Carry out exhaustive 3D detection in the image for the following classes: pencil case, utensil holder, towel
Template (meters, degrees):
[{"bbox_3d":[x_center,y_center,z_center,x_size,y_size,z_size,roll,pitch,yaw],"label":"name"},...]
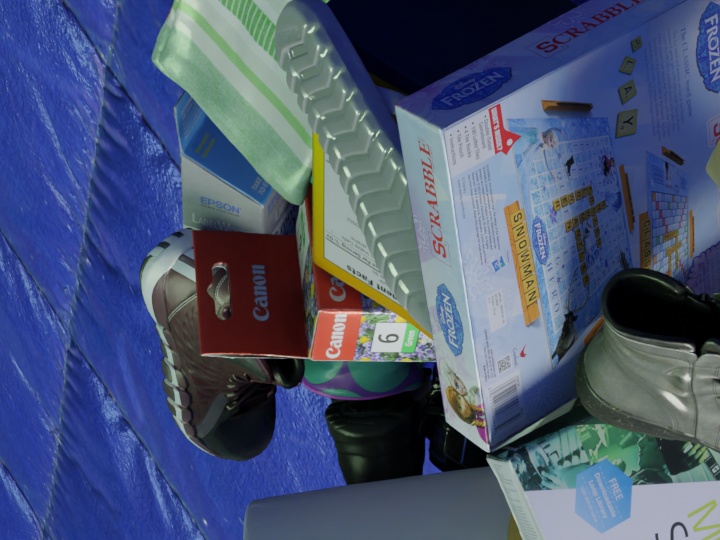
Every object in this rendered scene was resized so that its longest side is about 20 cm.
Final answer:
[{"bbox_3d":[0.000,-0.016,1.614,0.092,0.085,0.201,5,105,18],"label":"pencil case"},{"bbox_3d":[0.036,0.213,1.564,0.170,0.199,0.171,-8,-90,-85],"label":"utensil holder"},{"bbox_3d":[-0.059,-0.159,1.467,0.153,0.023,0.200,47,137,27],"label":"towel"}]

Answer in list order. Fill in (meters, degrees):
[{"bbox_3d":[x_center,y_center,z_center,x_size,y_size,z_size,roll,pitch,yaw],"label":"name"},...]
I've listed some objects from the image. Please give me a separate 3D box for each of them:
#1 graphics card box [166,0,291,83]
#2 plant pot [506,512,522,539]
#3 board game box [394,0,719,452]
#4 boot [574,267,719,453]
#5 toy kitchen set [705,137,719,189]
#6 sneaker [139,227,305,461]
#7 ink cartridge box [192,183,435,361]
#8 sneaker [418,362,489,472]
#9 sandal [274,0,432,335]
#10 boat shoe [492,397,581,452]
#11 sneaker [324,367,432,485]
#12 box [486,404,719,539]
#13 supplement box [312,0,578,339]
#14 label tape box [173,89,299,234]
[{"bbox_3d":[-0.041,-0.178,1.497,0.126,0.051,0.200,55,140,20],"label":"graphics card box"},{"bbox_3d":[0.177,0.175,1.423,0.199,0.027,0.201,4,104,18],"label":"plant pot"},{"bbox_3d":[0.118,-0.037,1.264,0.041,0.199,0.201,34,143,45],"label":"board game box"},{"bbox_3d":[0.204,0.057,1.203,0.131,0.199,0.068,108,175,-72],"label":"boot"},{"bbox_3d":[0.230,-0.031,1.085,0.181,0.163,0.200,53,155,21],"label":"toy kitchen set"},{"bbox_3d":[-0.075,0.071,1.633,0.115,0.076,0.200,27,149,39],"label":"sneaker"},{"bbox_3d":[0.000,0.000,1.513,0.050,0.199,0.109,102,166,-47],"label":"ink cartridge box"},{"bbox_3d":[0.075,0.083,1.635,0.070,0.078,0.201,31,142,51],"label":"sneaker"},{"bbox_3d":[0.020,-0.061,1.305,0.203,0.050,0.082,63,156,7],"label":"sandal"},{"bbox_3d":[0.125,0.067,1.545,0.200,0.068,0.057,116,142,-60],"label":"boat shoe"},{"bbox_3d":[0.013,0.120,1.712,0.200,0.076,0.091,-52,-46,-76],"label":"sneaker"},{"bbox_3d":[0.181,0.118,1.299,0.145,0.200,0.036,66,161,-10],"label":"box"},{"bbox_3d":[0.046,-0.075,1.411,0.109,0.109,0.200,33,145,26],"label":"supplement box"},{"bbox_3d":[-0.066,-0.076,1.665,0.063,0.144,0.200,17,141,13],"label":"label tape box"}]
